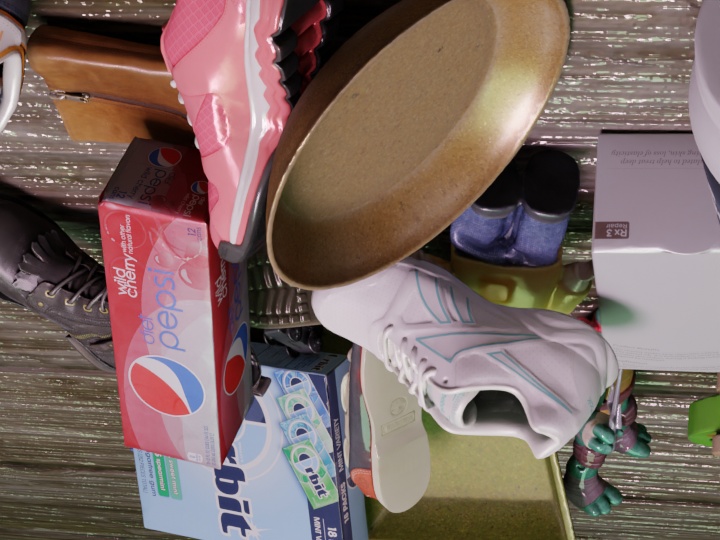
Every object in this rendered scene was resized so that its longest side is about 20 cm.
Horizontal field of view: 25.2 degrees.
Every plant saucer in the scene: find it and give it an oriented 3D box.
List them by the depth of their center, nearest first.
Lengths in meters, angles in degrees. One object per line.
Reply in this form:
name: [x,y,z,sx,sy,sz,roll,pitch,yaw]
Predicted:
plant saucer: [0.022,-0.076,0.820,0.035,0.199,0.201,46,159,24]
plant saucer: [0.069,0.119,1.255,0.198,0.202,0.048,-3,-160,33]

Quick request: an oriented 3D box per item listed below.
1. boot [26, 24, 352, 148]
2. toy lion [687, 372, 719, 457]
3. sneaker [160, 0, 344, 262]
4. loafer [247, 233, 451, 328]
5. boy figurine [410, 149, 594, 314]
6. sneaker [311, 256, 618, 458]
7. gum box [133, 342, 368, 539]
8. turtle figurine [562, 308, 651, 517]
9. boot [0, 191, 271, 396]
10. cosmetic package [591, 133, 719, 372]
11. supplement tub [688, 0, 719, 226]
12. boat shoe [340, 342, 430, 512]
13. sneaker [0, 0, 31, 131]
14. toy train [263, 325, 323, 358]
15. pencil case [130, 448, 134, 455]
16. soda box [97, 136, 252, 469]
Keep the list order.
boot: [-0.079,-0.071,0.939,0.198,0.069,0.189,2,157,12]
toy lion: [0.345,0.127,1.242,0.198,0.069,0.192,7,169,-6]
sneaker: [-0.062,-0.096,0.824,0.086,0.074,0.201,28,134,19]
loafer: [0.000,0.000,1.089,0.198,0.077,0.068,3,-161,-18]
boy figurine: [0.084,0.009,1.024,0.123,0.065,0.201,7,137,0]
sneaker: [0.051,0.049,0.975,0.199,0.080,0.071,18,142,23]
gum box: [-0.095,0.141,1.302,0.198,0.172,0.044,6,-157,29]
turtle figurine: [0.196,0.087,1.205,0.101,0.149,0.201,41,149,30]
boot: [-0.165,0.014,1.079,0.200,0.070,0.173,41,158,-31]
cosmetic package: [0.203,-0.006,1.001,0.111,0.082,0.200,2,156,10]
supplement tub: [0.233,-0.064,0.771,0.139,0.142,0.200,-2,156,19]
boat shoe: [0.016,0.084,1.200,0.071,0.202,0.062,-18,-148,-27]
sneaker: [-0.226,-0.108,0.881,0.078,0.080,0.200,12,159,-15]
toy train: [-0.090,0.014,1.176,0.034,0.046,0.199,-11,153,33]
pencil case: [-0.128,0.128,1.407,0.199,0.087,0.078,-18,111,43]
soda box: [-0.106,0.023,0.953,0.069,0.064,0.201,11,133,12]
